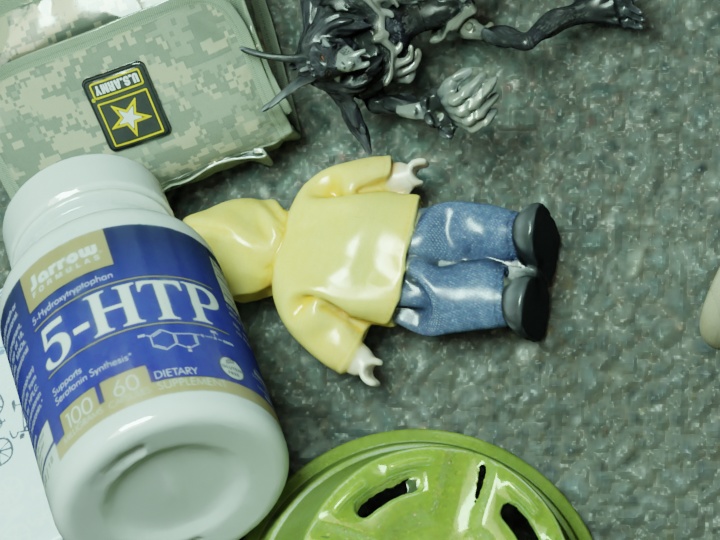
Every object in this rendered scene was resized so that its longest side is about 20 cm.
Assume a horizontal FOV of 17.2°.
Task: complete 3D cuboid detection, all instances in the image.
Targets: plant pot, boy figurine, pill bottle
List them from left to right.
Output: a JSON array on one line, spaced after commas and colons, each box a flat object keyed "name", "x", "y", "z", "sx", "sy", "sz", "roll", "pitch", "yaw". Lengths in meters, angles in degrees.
[{"name": "pill bottle", "x": -0.118, "y": 0.040, "z": 1.206, "sx": 0.119, "sy": 0.120, "sz": 0.200, "roll": -31, "pitch": 48, "yaw": 8}, {"name": "boy figurine", "x": 0.000, "y": 0.000, "z": 1.261, "sx": 0.199, "sy": 0.064, "sz": 0.125, "roll": 2, "pitch": 76, "yaw": 19}, {"name": "plant pot", "x": 0.032, "y": 0.156, "z": 1.120, "sx": 0.199, "sy": 0.190, "sz": 0.201, "roll": 0, "pitch": 76, "yaw": -1}]

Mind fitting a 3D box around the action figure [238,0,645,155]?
[{"name": "action figure", "x": 0.040, "y": -0.133, "z": 1.236, "sx": 0.199, "sy": 0.102, "sz": 0.119, "roll": -23, "pitch": 100, "yaw": -8}]

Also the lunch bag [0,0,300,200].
[{"name": "lunch bag", "x": -0.135, "y": -0.134, "z": 1.310, "sx": 0.163, "sy": 0.118, "sz": 0.201, "roll": -20, "pitch": 79, "yaw": 9}]

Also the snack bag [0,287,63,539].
[{"name": "snack bag", "x": -0.220, "y": 0.102, "z": 1.292, "sx": 0.199, "sy": 0.021, "sz": 0.189, "roll": -27, "pitch": 49, "yaw": 8}]

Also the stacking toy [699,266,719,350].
[{"name": "stacking toy", "x": 0.270, "y": 0.041, "z": 1.163, "sx": 0.199, "sy": 0.085, "sz": 0.086, "roll": 29, "pitch": 87, "yaw": 17}]

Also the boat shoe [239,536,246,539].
[{"name": "boat shoe", "x": -0.130, "y": 0.193, "z": 1.248, "sx": 0.200, "sy": 0.075, "sz": 0.093, "roll": -44, "pitch": 61, "yaw": 2}]
